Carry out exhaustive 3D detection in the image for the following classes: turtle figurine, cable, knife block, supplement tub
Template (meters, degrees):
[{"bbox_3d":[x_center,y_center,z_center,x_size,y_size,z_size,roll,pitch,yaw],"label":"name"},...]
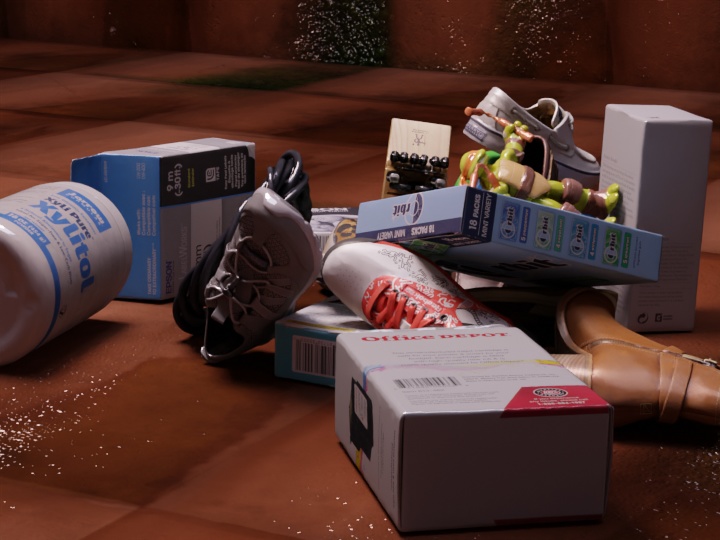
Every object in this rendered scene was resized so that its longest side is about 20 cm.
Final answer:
[{"bbox_3d":[0.153,-0.069,1.614,0.161,0.064,0.200,24,29,-4],"label":"turtle figurine"},{"bbox_3d":[-0.104,-0.025,1.560,0.051,0.200,0.163,42,63,10],"label":"cable"},{"bbox_3d":[0.050,-0.056,1.775,0.064,0.200,0.176,8,53,0],"label":"knife block"},{"bbox_3d":[-0.294,-0.001,1.541,0.132,0.132,0.200,5,14,14],"label":"supplement tub"}]

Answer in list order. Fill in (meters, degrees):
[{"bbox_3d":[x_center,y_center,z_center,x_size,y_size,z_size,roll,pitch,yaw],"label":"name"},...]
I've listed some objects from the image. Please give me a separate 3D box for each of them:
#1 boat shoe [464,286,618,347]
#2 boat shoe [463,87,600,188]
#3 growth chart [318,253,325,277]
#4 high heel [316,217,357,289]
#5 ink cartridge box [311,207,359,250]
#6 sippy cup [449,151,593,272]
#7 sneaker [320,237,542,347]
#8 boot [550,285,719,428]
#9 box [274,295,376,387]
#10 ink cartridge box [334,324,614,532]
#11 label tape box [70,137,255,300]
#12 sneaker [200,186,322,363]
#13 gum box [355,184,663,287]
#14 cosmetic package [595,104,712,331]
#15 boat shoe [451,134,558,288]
[{"bbox_3d":[0.135,0.048,1.512,0.201,0.066,0.072,-1,-6,-26],"label":"boat shoe"},{"bbox_3d":[0.188,-0.139,1.796,0.200,0.070,0.071,18,15,-42],"label":"boat shoe"},{"bbox_3d":[0.000,0.000,1.556,0.144,0.018,0.200,6,4,0],"label":"growth chart"},{"bbox_3d":[0.025,0.004,1.742,0.142,0.072,0.200,20,14,17],"label":"high heel"},{"bbox_3d":[-0.002,-0.044,1.961,0.198,0.043,0.200,0,12,-6],"label":"ink cartridge box"},{"bbox_3d":[0.170,-0.040,1.794,0.130,0.178,0.140,21,-22,28],"label":"sippy cup"},{"bbox_3d":[0.052,0.044,1.401,0.201,0.067,0.108,30,19,2],"label":"sneaker"},{"bbox_3d":[0.227,0.075,1.406,0.154,0.074,0.200,4,25,18],"label":"boot"},{"bbox_3d":[0.008,0.051,1.527,0.082,0.049,0.200,8,14,26],"label":"box"},{"bbox_3d":[0.072,0.105,1.225,0.145,0.083,0.200,-2,13,-12],"label":"ink cartridge box"},{"bbox_3d":[-0.191,-0.048,1.728,0.066,0.144,0.200,11,16,37],"label":"label tape box"},{"bbox_3d":[-0.087,0.014,1.448,0.075,0.200,0.082,37,55,17],"label":"sneaker"},{"bbox_3d":[0.123,-0.024,1.482,0.200,0.045,0.170,12,-8,-28],"label":"gum box"},{"bbox_3d":[0.272,-0.051,1.661,0.071,0.200,0.101,-1,14,-14],"label":"cosmetic package"},{"bbox_3d":[0.136,-0.043,1.682,0.070,0.070,0.200,15,57,13],"label":"boat shoe"}]
